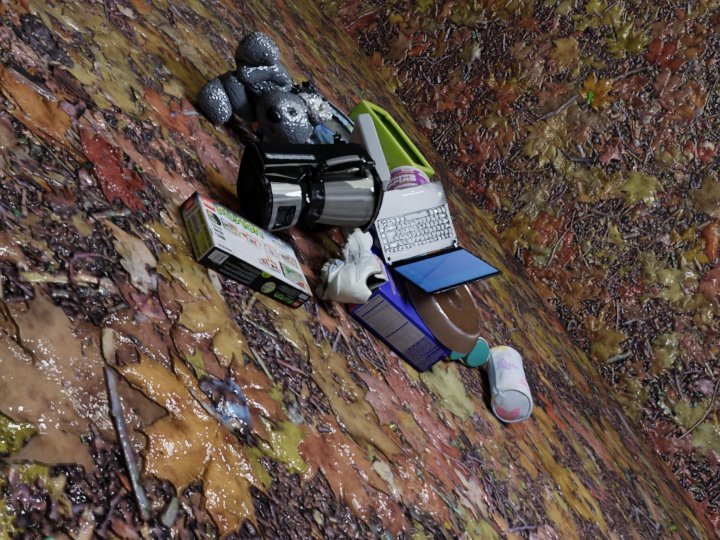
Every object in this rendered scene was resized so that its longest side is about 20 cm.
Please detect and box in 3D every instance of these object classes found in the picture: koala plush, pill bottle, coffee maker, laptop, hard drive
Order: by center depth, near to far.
[{"bbox_3d":[-0.091,-0.139,1.235,0.200,0.135,0.192,-2,25,-27],"label":"coffee maker"},{"bbox_3d":[-0.001,-0.154,1.341,0.027,0.200,0.132,-8,65,-19],"label":"hard drive"},{"bbox_3d":[0.130,-0.063,1.375,0.177,0.103,0.200,-15,88,-34],"label":"laptop"},{"bbox_3d":[-0.163,-0.307,1.435,0.200,0.177,0.184,42,11,-4],"label":"koala plush"},{"bbox_3d":[0.096,-0.126,1.545,0.112,0.112,0.200,43,17,-21],"label":"pill bottle"}]

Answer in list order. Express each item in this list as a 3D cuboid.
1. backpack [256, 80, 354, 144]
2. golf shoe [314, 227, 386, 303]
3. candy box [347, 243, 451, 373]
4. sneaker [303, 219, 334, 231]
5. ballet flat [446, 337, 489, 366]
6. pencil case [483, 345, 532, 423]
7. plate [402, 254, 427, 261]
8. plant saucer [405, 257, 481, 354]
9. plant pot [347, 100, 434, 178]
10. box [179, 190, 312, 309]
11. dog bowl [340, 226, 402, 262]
[{"bbox_3d":[-0.087,-0.278,1.591,0.200,0.135,0.183,39,16,-6],"label":"backpack"},{"bbox_3d":[0.000,0.000,1.286,0.097,0.078,0.200,19,34,8],"label":"golf shoe"},{"bbox_3d":[0.061,0.062,1.391,0.200,0.077,0.169,43,19,-27],"label":"candy box"},{"bbox_3d":[-0.070,-0.138,1.481,0.114,0.076,0.199,59,23,7],"label":"sneaker"},{"bbox_3d":[0.208,0.154,1.609,0.200,0.069,0.069,19,35,-59],"label":"ballet flat"},{"bbox_3d":[0.309,0.236,1.641,0.091,0.083,0.200,47,17,-15],"label":"pencil case"},{"bbox_3d":[0.149,0.026,1.512,0.200,0.026,0.200,46,18,-19],"label":"plate"},{"bbox_3d":[0.158,0.055,1.409,0.200,0.034,0.200,36,34,-29],"label":"plant saucer"},{"bbox_3d":[0.026,-0.245,1.776,0.199,0.181,0.200,52,17,10],"label":"plant pot"},{"bbox_3d":[-0.156,-0.025,1.088,0.200,0.035,0.110,31,25,-47],"label":"box"},{"bbox_3d":[0.053,-0.054,1.612,0.200,0.079,0.200,45,18,-18],"label":"dog bowl"}]
